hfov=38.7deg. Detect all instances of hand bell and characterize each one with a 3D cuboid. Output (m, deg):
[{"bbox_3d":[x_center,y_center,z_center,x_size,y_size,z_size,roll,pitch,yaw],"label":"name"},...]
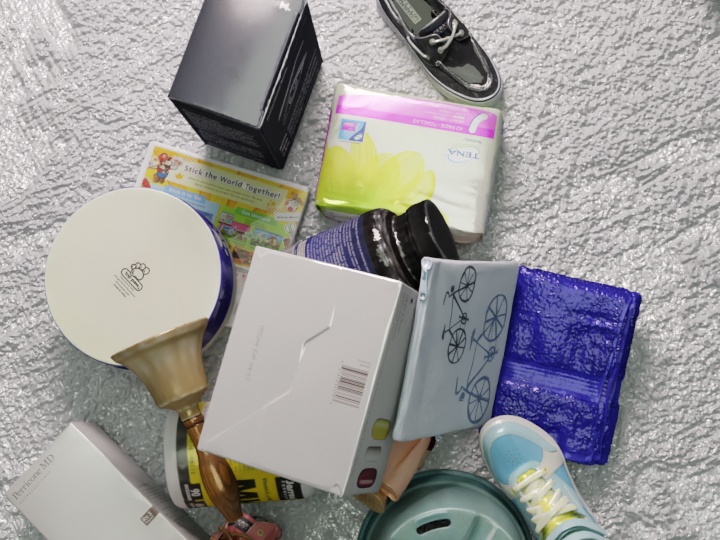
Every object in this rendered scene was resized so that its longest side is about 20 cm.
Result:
[{"bbox_3d":[-0.165,0.158,1.033,0.104,0.104,0.200,-23,89,-1],"label":"hand bell"}]

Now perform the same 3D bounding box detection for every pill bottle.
[{"bbox_3d":[-0.103,0.193,1.109,0.200,0.114,0.115,-6,82,3],"label":"pill bottle"},{"bbox_3d":[0.000,0.000,1.108,0.200,0.112,0.112,-23,81,19],"label":"pill bottle"}]

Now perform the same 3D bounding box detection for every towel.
[{"bbox_3d":[0.220,0.105,1.125,0.147,0.050,0.200,12,91,4],"label":"towel"}]

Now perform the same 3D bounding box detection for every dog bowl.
[{"bbox_3d":[-0.243,0.011,1.139,0.200,0.079,0.201,0,82,3],"label":"dog bowl"}]

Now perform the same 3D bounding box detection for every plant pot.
[{"bbox_3d":[0.088,0.307,1.043,0.200,0.196,0.201,-1,81,3],"label":"plant pot"}]

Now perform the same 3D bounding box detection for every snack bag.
[{"bbox_3d":[0.096,0.081,1.041,0.021,0.200,0.189,14,98,34],"label":"snack bag"}]

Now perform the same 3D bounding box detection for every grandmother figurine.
[{"bbox_3d":[0.064,0.168,1.101,0.060,0.121,0.200,28,52,23],"label":"grandmother figurine"}]

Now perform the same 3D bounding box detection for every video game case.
[{"bbox_3d":[-0.179,-0.038,1.193,0.200,0.023,0.182,17,83,6],"label":"video game case"}]

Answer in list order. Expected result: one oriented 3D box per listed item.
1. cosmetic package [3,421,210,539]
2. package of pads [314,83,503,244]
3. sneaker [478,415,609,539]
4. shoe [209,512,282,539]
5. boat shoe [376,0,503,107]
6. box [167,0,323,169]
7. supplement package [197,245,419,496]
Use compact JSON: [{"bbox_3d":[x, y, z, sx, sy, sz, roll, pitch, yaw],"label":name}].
[{"bbox_3d":[-0.274,0.271,1.123,0.200,0.081,0.113,41,87,7],"label":"cosmetic package"},{"bbox_3d":[0.055,-0.118,1.170,0.200,0.068,0.155,9,82,5],"label":"package of pads"},{"bbox_3d":[0.198,0.245,1.053,0.079,0.131,0.200,-37,101,7],"label":"sneaker"},{"bbox_3d":[-0.143,0.294,1.059,0.071,0.200,0.091,14,79,21],"label":"shoe"},{"bbox_3d":[0.091,-0.273,1.190,0.072,0.068,0.200,-38,82,-3],"label":"boat shoe"},{"bbox_3d":[-0.119,-0.213,1.125,0.104,0.200,0.148,19,83,5],"label":"box"},{"bbox_3d":[-0.040,0.097,0.987,0.155,0.111,0.200,14,85,20],"label":"supplement package"}]
